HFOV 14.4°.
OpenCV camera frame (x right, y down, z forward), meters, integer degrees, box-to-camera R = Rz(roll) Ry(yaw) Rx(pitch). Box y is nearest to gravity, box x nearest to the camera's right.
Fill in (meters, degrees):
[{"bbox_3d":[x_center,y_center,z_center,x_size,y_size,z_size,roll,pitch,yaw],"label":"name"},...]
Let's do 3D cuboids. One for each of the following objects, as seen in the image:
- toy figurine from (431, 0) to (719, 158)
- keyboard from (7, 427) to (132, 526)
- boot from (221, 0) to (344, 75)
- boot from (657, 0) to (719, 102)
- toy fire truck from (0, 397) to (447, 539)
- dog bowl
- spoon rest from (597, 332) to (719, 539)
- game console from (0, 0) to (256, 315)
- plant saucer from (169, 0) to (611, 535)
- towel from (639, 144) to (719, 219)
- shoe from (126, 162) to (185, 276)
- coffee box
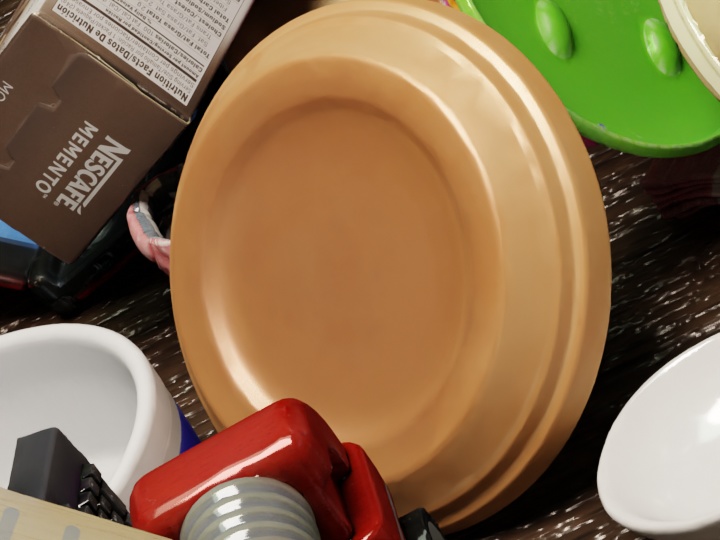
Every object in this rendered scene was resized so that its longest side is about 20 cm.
[{"bbox_3d":[0.042,-0.093,1.148,0.184,0.150,0.200,-40,54,47],"label":"toy figurine"},{"bbox_3d":[-0.106,0.116,0.919,0.021,0.127,0.200,-33,27,19],"label":"keyboard"},{"bbox_3d":[0.018,-0.150,1.286,0.200,0.066,0.175,-31,70,0],"label":"boot"},{"bbox_3d":[0.189,-0.103,0.996,0.155,0.072,0.200,-54,47,36],"label":"boot"},{"bbox_3d":[-0.049,0.102,0.904,0.128,0.200,0.176,-29,30,6],"label":"toy fire truck"},{"bbox_3d":[-0.148,0.116,1.104,0.200,0.079,0.200,-24,30,15],"label":"dog bowl"},{"bbox_3d":[0.166,0.040,0.935,0.200,0.061,0.099,-14,34,28],"label":"spoon rest"},{"bbox_3d":[-0.148,-0.085,1.356,0.172,0.119,0.200,-39,25,27],"label":"game console"},{"bbox_3d":[0.000,0.000,1.038,0.200,0.201,0.037,-5,0,39],"label":"plant saucer"},{"bbox_3d":[0.220,-0.076,1.099,0.200,0.023,0.144,-3,39,39],"label":"towel"},{"bbox_3d":[-0.026,0.017,1.122,0.071,0.091,0.200,-40,30,-13],"label":"shoe"},{"bbox_3d":[-0.097,-0.115,1.225,0.113,0.080,0.200,-44,16,44],"label":"coffee box"}]
